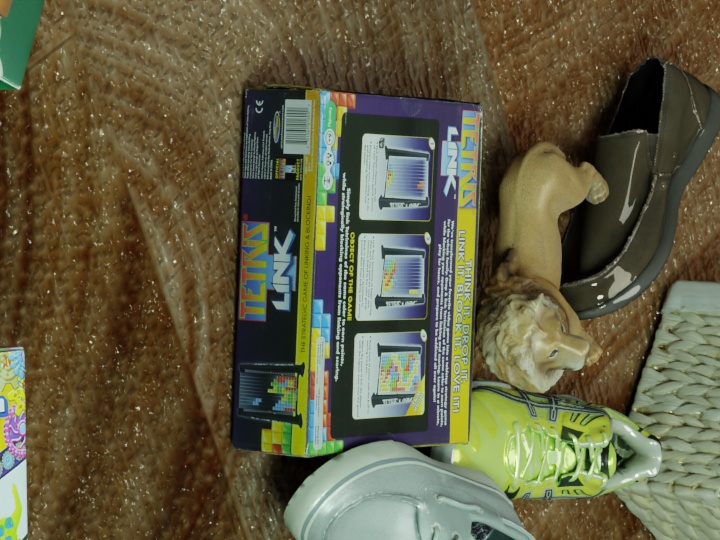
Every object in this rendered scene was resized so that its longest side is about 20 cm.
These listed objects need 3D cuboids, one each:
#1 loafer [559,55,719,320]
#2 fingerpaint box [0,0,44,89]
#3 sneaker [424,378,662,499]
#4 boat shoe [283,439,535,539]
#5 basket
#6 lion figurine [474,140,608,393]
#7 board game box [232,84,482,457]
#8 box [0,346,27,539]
[{"bbox_3d":[0.163,-0.055,1.908,0.071,0.073,0.201,47,52,-30],"label":"loafer"},{"bbox_3d":[-0.214,-0.165,1.258,0.073,0.199,0.168,32,66,-51],"label":"fingerpaint box"},{"bbox_3d":[0.111,0.104,1.831,0.200,0.076,0.076,-4,97,-53],"label":"sneaker"},{"bbox_3d":[0.038,0.146,1.681,0.200,0.072,0.070,14,116,-54],"label":"boat shoe"},{"bbox_3d":[0.299,0.124,1.991,0.200,0.197,0.161,49,57,-44],"label":"basket"},{"bbox_3d":[0.104,-0.010,1.795,0.123,0.072,0.201,49,32,-55],"label":"lion figurine"},{"bbox_3d":[0.000,0.000,1.688,0.165,0.056,0.201,1,92,-56],"label":"board game box"},{"bbox_3d":[-0.247,0.125,1.232,0.122,0.199,0.194,-6,96,-53],"label":"box"}]
